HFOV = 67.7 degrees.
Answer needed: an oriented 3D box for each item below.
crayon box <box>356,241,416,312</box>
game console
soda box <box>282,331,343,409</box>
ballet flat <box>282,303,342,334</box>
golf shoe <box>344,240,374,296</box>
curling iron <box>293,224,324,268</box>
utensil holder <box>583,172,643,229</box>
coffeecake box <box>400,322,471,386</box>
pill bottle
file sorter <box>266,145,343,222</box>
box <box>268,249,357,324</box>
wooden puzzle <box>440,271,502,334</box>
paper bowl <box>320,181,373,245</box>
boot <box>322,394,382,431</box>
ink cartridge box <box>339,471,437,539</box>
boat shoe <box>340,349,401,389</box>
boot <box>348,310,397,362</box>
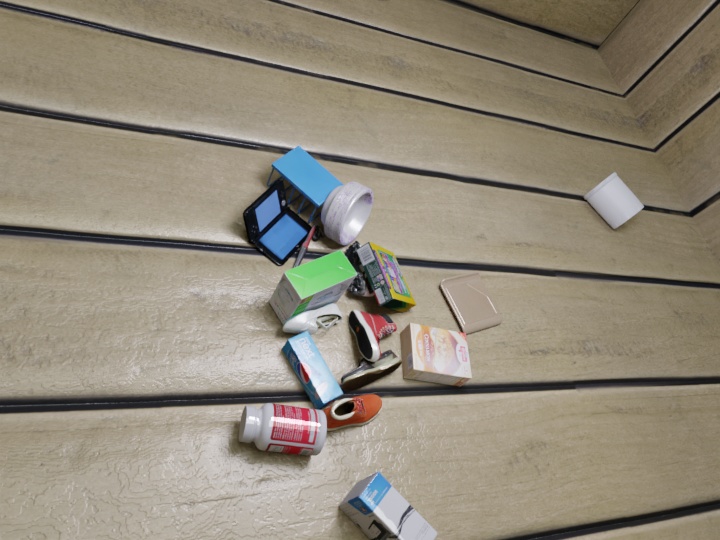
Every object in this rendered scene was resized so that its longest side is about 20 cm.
[{"bbox_3d":[0.082,0.023,1.681,0.172,0.058,0.200,21,43,-59],"label":"crayon box"},{"bbox_3d":[-0.247,-0.150,1.651,0.116,0.176,0.200,18,46,21],"label":"game console"},{"bbox_3d":[-0.132,0.272,1.460,0.068,0.064,0.200,-21,69,-35],"label":"soda box"},{"bbox_3d":[-0.128,0.146,1.530,0.200,0.069,0.070,-17,68,-43],"label":"ballet flat"},{"bbox_3d":[0.000,0.000,1.711,0.094,0.078,0.201,25,46,-38],"label":"golf shoe"},{"bbox_3d":[-0.166,-0.069,1.687,0.050,0.026,0.200,41,50,-18],"label":"curling iron"},{"bbox_3d":[1.137,-0.310,2.411,0.170,0.170,0.200,-31,79,-37],"label":"utensil holder"},{"bbox_3d":[0.230,0.259,1.643,0.199,0.073,0.154,12,54,-20],"label":"coffeecake box"},{"bbox_3d":[-0.192,0.389,1.322,0.199,0.112,0.113,13,54,-19],"label":"pill bottle"},{"bbox_3d":[-0.188,-0.276,1.754,0.200,0.123,0.139,42,50,3],"label":"file sorter"},{"bbox_3d":[-0.139,0.049,1.530,0.200,0.177,0.097,-23,71,-36],"label":"box"},{"bbox_3d":[0.377,0.110,1.843,0.185,0.037,0.200,-11,69,-32],"label":"wooden puzzle"},{"bbox_3d":[-0.050,-0.190,1.717,0.104,0.201,0.201,30,48,18],"label":"paper bowl"},{"bbox_3d":[-0.011,0.370,1.431,0.200,0.107,0.075,-11,63,-33],"label":"boot"},{"bbox_3d":[0.064,0.599,1.290,0.200,0.145,0.084,44,52,6],"label":"ink cartridge box"},{"bbox_3d":[0.023,0.281,1.535,0.200,0.073,0.065,-13,51,-33],"label":"boat shoe"},{"bbox_3d":[0.059,0.191,1.573,0.144,0.073,0.200,9,31,-24],"label":"boot"}]
